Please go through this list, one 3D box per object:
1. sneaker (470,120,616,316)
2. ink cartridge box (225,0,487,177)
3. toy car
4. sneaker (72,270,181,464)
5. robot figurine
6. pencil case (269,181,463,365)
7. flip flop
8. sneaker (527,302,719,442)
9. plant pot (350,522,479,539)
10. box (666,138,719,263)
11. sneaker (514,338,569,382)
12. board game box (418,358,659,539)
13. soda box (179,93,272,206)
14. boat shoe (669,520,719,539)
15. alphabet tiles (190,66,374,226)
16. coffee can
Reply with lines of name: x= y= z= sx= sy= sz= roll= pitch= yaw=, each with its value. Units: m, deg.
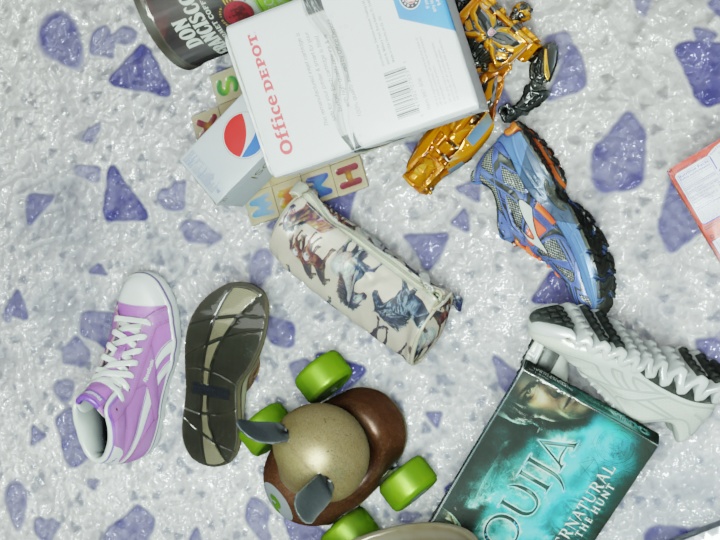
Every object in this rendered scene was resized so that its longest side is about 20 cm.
sneaker: x=0.171 y=-0.038 z=1.143 sx=0.078 sy=0.075 sz=0.200 roll=-35 pitch=70 yaw=24
ink cartridge box: x=-0.003 y=-0.183 z=1.116 sx=0.200 sy=0.084 sz=0.145 roll=-17 pitch=92 yaw=13
toy car: x=-0.047 y=0.180 z=1.138 sx=0.158 sy=0.200 sz=0.164 roll=-43 pitch=76 yaw=13
sneaker: x=-0.241 y=0.099 z=1.253 sx=0.072 sy=0.114 sz=0.201 roll=3 pitch=89 yaw=21
robot figurine: x=0.092 y=-0.177 z=1.171 sx=0.145 sy=0.058 sz=0.200 roll=43 pitch=102 yaw=12
pencil case: x=0.000 y=0.000 z=1.188 sx=0.200 sy=0.078 sz=0.090 roll=37 pitch=123 yaw=16
flip flop: x=-0.135 y=0.103 z=1.251 sx=0.081 sy=0.058 sz=0.200 roll=14 pitch=108 yaw=14
sneaker: x=0.230 y=0.092 z=1.082 sx=0.200 sy=0.075 sz=0.081 roll=24 pitch=113 yaw=-12
plant pot: x=0.037 y=0.341 z=1.053 sx=0.200 sy=0.200 sz=0.174 roll=-16 pitch=101 yaw=18
box: x=0.376 y=-0.091 z=1.052 sx=0.200 sy=0.095 sz=0.100 roll=-32 pitch=80 yaw=16
sneaker: x=0.173 y=0.135 z=1.137 sx=0.080 sy=0.074 sz=0.200 roll=17 pitch=103 yaw=15
board game box: x=0.156 y=0.195 z=1.098 sx=0.135 sy=0.028 sz=0.200 roll=29 pitch=110 yaw=4
soda box: x=-0.082 y=-0.153 z=1.219 sx=0.200 sy=0.068 sz=0.064 roll=-43 pitch=78 yaw=14
boat shoe: x=0.277 y=0.280 z=1.097 sx=0.200 sy=0.071 sz=0.070 roll=-24 pitch=79 yaw=10
alphabet tiles: x=-0.074 y=-0.144 z=1.256 sx=0.200 sy=0.006 sz=0.167 roll=-18 pitch=83 yaw=18
coffee can: x=-0.107 y=-0.298 z=1.197 sx=0.200 sy=0.146 sz=0.147 roll=-18 pitch=83 yaw=18
